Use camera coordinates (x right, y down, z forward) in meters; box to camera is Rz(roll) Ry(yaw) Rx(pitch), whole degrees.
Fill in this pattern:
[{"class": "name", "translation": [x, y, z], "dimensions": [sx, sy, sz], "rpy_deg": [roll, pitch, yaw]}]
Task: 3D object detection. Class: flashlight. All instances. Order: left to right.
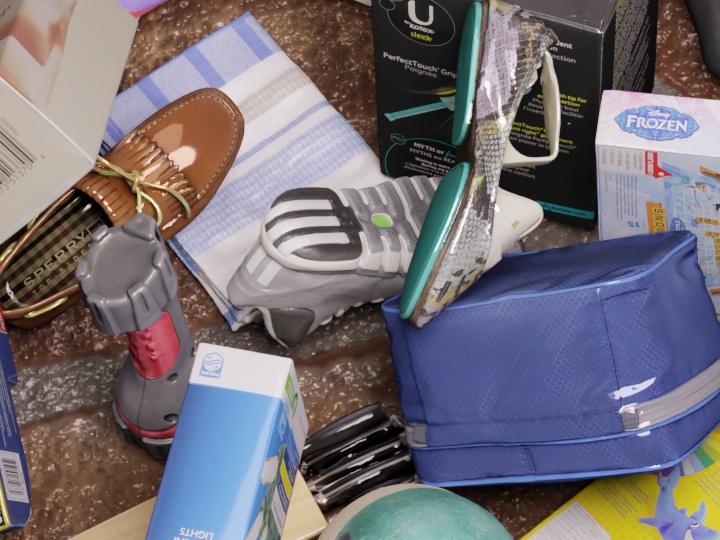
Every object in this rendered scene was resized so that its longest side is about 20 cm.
[{"class": "flashlight", "translation": [-0.130, 0.045, 1.645], "dimensions": [0.068, 0.200, 0.068], "rpy_deg": [-21, 63, -3]}]

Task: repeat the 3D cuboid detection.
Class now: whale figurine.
[{"class": "whale figurine", "translation": [0.022, 0.223, 1.570], "dimensions": [0.200, 0.159, 0.104], "rpy_deg": [-63, 27, -5]}]

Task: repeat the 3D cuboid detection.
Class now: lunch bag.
[{"class": "lunch bag", "translation": [0.111, 0.062, 1.615], "dimensions": [0.200, 0.136, 0.132], "rpy_deg": [-8, 101, 32]}]

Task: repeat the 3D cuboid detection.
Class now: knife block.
[{"class": "knife block", "translation": [-0.063, 0.143, 1.665], "dimensions": [0.200, 0.064, 0.176], "rpy_deg": [15, 65, 14]}]

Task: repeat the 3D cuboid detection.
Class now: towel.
[{"class": "towel", "translation": [-0.075, -0.069, 1.799], "dimensions": [0.147, 0.024, 0.200], "rpy_deg": [-33, 64, -12]}]

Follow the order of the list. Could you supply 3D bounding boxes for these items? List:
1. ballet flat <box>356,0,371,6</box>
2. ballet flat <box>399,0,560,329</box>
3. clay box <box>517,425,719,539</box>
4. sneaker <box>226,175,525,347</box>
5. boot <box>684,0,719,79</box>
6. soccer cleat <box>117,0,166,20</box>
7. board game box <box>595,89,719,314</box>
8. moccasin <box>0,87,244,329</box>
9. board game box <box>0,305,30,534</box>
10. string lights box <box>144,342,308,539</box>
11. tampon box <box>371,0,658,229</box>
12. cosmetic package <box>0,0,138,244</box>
[{"class": "ballet flat", "translation": [-0.021, -0.231, 1.819], "dimensions": [0.200, 0.069, 0.069], "rpy_deg": [26, 67, -5]}, {"class": "ballet flat", "translation": [0.076, -0.057, 1.565], "dimensions": [0.072, 0.072, 0.200], "rpy_deg": [10, 76, 12]}, {"class": "clay box", "translation": [0.204, 0.150, 1.639], "dimensions": [0.200, 0.048, 0.115], "rpy_deg": [-36, 64, -13]}, {"class": "sneaker", "translation": [0.000, 0.000, 1.723], "dimensions": [0.200, 0.115, 0.075], "rpy_deg": [3, 53, -37]}, {"class": "boot", "translation": [0.166, -0.200, 1.813], "dimensions": [0.200, 0.066, 0.165], "rpy_deg": [9, 53, 6]}, {"class": "soccer cleat", "translation": [-0.115, -0.224, 1.854], "dimensions": [0.200, 0.076, 0.067], "rpy_deg": [-25, 62, -6]}, {"class": "board game box", "translation": [0.242, -0.032, 1.645], "dimensions": [0.199, 0.200, 0.041], "rpy_deg": [7, 63, 9]}, {"class": "moccasin", "translation": [-0.157, -0.041, 1.734], "dimensions": [0.201, 0.078, 0.074], "rpy_deg": [-35, 90, 3]}, {"class": "board game box", "translation": [-0.311, 0.093, 1.702], "dimensions": [0.200, 0.062, 0.200], "rpy_deg": [-19, 75, 17]}, {"class": "string lights box", "translation": [-0.084, 0.155, 1.566], "dimensions": [0.059, 0.103, 0.200], "rpy_deg": [9, 66, 10]}, {"class": "tampon box", "translation": [0.098, -0.148, 1.712], "dimensions": [0.150, 0.200, 0.126], "rpy_deg": [16, 57, 13]}, {"class": "cosmetic package", "translation": [-0.215, -0.113, 1.733], "dimensions": [0.103, 0.087, 0.200], "rpy_deg": [-39, 21, 22]}]
